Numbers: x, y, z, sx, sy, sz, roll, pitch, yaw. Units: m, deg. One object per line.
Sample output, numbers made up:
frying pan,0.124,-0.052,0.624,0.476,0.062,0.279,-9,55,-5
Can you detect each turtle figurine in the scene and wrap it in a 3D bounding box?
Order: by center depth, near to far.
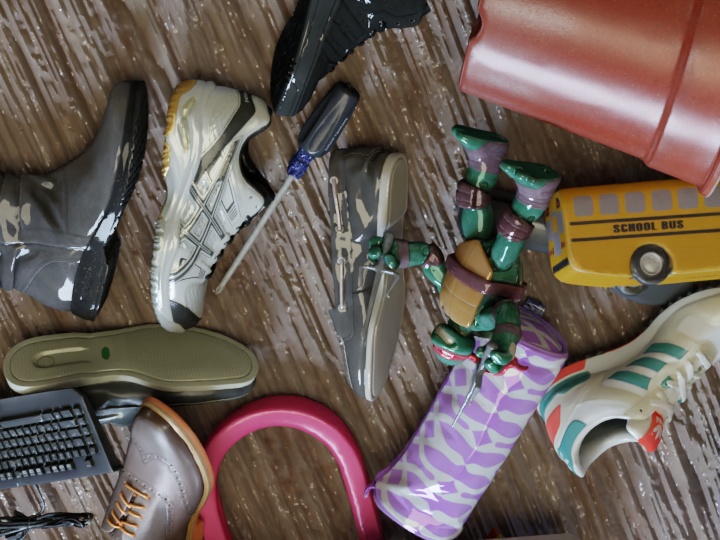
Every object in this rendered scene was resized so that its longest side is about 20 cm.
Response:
turtle figurine,0.077,0.004,1.477,0.149,0.100,0.201,28,110,29

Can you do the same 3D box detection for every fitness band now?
fitness band,-0.059,0.197,1.635,0.143,0.037,0.201,-13,112,5

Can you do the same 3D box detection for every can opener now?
can opener,0.169,-0.018,1.542,0.199,0.053,0.067,16,111,-5

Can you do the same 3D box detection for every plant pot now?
plant pot,0.180,-0.175,1.416,0.194,0.201,0.202,16,111,2

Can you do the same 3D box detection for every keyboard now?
keyboard,-0.266,0.160,1.580,0.199,0.021,0.128,-12,110,38

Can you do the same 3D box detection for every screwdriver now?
screwdriver,-0.061,-0.059,1.537,0.028,0.029,0.201,30,104,-11

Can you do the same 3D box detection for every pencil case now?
pencil case,0.085,0.116,1.570,0.085,0.084,0.201,28,105,-3

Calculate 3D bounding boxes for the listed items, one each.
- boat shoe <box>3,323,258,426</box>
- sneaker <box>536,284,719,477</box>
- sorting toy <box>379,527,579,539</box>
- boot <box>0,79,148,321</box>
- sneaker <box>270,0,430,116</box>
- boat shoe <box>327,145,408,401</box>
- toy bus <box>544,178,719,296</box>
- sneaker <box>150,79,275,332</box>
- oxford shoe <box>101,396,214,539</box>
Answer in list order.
boat shoe,-0.179,0.088,1.584,0.198,0.072,0.068,-3,131,-1
sneaker,0.233,0.092,1.552,0.199,0.094,0.070,-29,136,13
sorting toy,0.071,0.302,1.641,0.198,0.070,0.200,-2,112,-14
boot,-0.240,-0.063,1.522,0.131,0.070,0.201,17,106,-1
sneaker,0.006,-0.193,1.467,0.103,0.060,0.201,7,125,-18
boat shoe,0.000,0.000,1.550,0.057,0.067,0.201,11,108,20
toy bus,0.243,-0.027,1.490,0.198,0.065,0.079,-5,82,-7
sneaker,-0.111,-0.042,1.522,0.087,0.076,0.201,7,112,-2
oxford shoe,-0.163,0.180,1.567,0.071,0.073,0.201,31,142,25
